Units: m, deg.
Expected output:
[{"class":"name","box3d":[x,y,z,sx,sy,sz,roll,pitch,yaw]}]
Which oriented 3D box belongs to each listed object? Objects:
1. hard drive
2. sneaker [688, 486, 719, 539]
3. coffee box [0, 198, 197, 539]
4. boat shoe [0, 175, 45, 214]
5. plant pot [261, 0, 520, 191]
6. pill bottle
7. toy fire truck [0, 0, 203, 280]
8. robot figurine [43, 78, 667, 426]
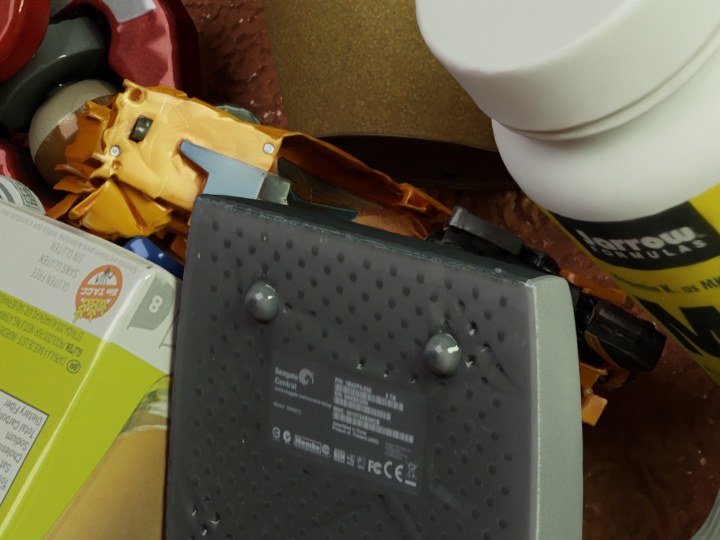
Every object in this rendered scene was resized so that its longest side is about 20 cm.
[{"class":"hard drive","box3d":[0.004,0.084,0.746,0.134,0.042,0.201,15,110,37]},{"class":"sneaker","box3d":[0.138,0.086,0.750,0.200,0.087,0.075,-49,39,14]},{"class":"coffee box","box3d":[-0.114,0.097,0.874,0.200,0.199,0.198,21,80,44]},{"class":"boat shoe","box3d":[-0.171,0.060,0.993,0.070,0.066,0.201,29,109,41]},{"class":"plant pot","box3d":[0.035,-0.135,0.926,0.186,0.186,0.201,-1,79,39]},{"class":"pill bottle","box3d":[0.110,-0.041,0.764,0.114,0.200,0.115,-25,44,27]},{"class":"toy fire truck","box3d":[-0.142,-0.037,1.060,0.200,0.112,0.168,-35,74,16]},{"class":"robot figurine","box3d":[0.000,0.000,0.839,0.058,0.199,0.145,-66,11,-5]}]
